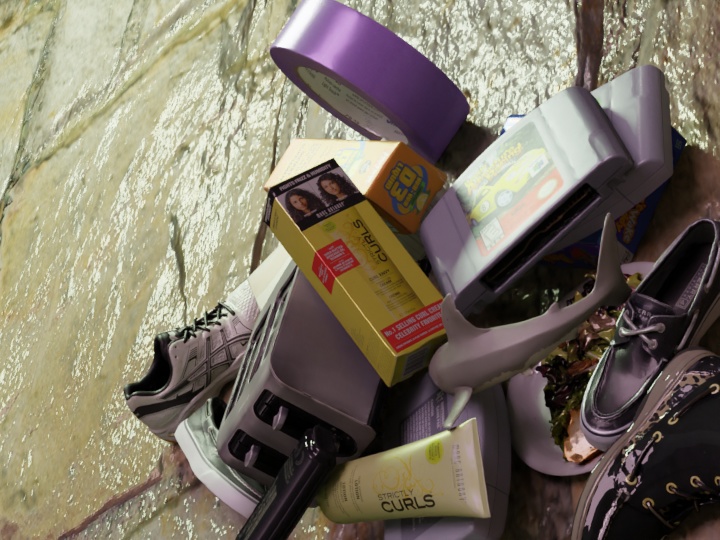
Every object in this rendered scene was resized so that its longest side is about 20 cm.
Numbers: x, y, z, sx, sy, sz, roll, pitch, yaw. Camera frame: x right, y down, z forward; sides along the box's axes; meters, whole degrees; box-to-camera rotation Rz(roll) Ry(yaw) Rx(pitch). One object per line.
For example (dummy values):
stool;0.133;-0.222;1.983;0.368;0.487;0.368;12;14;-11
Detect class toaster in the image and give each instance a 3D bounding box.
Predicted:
toaster;-0.035;0.083;1.786;0.181;0.118;0.201;126;164;-55

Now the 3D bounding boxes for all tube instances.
tube;0.038;0.170;1.615;0.199;0.058;0.052;-18;29;53

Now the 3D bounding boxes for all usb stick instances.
usb stick;-0.079;0.219;1.698;0.201;0.032;0.056;-58;18;22

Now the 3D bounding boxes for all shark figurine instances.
shark figurine;0.112;0.042;1.571;0.214;0.090;0.128;-31;10;32

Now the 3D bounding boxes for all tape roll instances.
tape roll;0.009;-0.186;1.969;0.066;0.200;0.200;-55;32;-6

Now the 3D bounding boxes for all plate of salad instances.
plate of salad;0.190;0.074;1.632;0.199;0.048;0.201;-33;37;29

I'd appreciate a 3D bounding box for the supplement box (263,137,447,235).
supplement box;-0.007;-0.079;1.831;0.199;0.069;0.067;8;63;57

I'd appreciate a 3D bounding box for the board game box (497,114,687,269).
board game box;0.183;-0.073;1.785;0.199;0.045;0.135;6;64;54

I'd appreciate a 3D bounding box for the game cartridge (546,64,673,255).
game cartridge;0.180;-0.084;1.724;0.199;0.040;0.134;-29;43;33

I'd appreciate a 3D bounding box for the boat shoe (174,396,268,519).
boat shoe;-0.120;0.176;1.914;0.066;0.070;0.200;-52;25;3

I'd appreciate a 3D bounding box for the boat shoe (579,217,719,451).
boat shoe;0.229;0.046;1.549;0.071;0.068;0.200;26;70;38

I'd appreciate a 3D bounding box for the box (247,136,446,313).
box;-0.005;-0.019;1.927;0.200;0.095;0.078;-44;31;10

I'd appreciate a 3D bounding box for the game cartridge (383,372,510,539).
game cartridge;0.071;0.166;1.671;0.133;0.040;0.201;-46;30;37

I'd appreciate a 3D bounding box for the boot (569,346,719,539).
boot;0.249;0.162;1.451;0.153;0.073;0.204;21;77;54

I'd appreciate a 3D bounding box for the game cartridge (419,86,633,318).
game cartridge;0.135;-0.062;1.698;0.200;0.041;0.133;-43;30;16

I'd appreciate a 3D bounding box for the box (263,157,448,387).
box;0.000;0.000;1.702;0.075;0.050;0.200;-25;63;-23

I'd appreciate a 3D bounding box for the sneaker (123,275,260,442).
sneaker;-0.162;0.078;2.036;0.201;0.088;0.076;-54;31;-6
